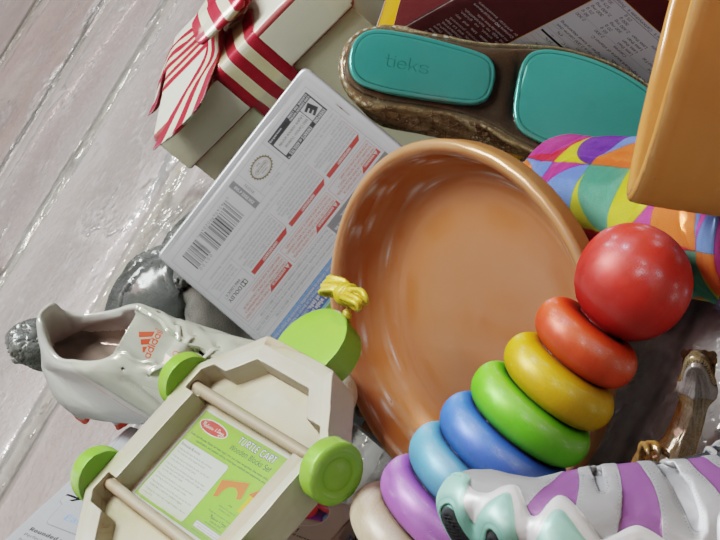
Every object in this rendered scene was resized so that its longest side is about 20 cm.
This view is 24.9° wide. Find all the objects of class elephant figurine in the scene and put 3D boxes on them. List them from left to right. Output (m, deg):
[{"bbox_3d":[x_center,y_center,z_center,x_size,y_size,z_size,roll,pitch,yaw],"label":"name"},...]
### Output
[{"bbox_3d":[-0.092,0.024,1.036,0.141,0.200,0.156,-22,40,47],"label":"elephant figurine"}]

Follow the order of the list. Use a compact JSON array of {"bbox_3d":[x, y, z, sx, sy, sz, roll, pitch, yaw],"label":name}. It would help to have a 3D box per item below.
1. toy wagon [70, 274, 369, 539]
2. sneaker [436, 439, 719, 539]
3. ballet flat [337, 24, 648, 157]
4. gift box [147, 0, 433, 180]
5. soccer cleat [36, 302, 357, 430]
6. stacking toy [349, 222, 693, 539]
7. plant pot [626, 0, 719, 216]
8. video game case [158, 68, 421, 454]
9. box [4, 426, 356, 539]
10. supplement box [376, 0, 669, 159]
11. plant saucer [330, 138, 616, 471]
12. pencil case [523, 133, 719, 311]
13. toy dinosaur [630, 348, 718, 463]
[{"bbox_3d":[-0.059,0.089,0.832,0.200,0.040,0.155,-48,37,-15],"label":"toy wagon"},{"bbox_3d":[0.143,0.091,0.680,0.199,0.078,0.140,21,61,18],"label":"sneaker"},{"bbox_3d":[0.085,-0.099,0.960,0.065,0.199,0.071,87,-160,-76],"label":"ballet flat"},{"bbox_3d":[-0.043,-0.125,1.120,0.200,0.187,0.185,-43,23,17],"label":"gift box"},{"bbox_3d":[-0.099,0.059,0.931,0.199,0.078,0.069,4,44,24],"label":"soccer cleat"},{"bbox_3d":[0.084,0.064,0.764,0.200,0.085,0.085,-53,28,12],"label":"stacking toy"},{"bbox_3d":[0.202,-0.108,0.671,0.200,0.139,0.201,15,-90,-85],"label":"plant pot"},{"bbox_3d":[0.000,0.000,0.950,0.143,0.200,0.018,-51,-7,7],"label":"video game case"},{"bbox_3d":[-0.111,0.168,0.876,0.200,0.155,0.041,-46,-32,-55],"label":"box"},{"bbox_3d":[0.138,-0.209,1.004,0.200,0.133,0.198,-23,42,45],"label":"supplement box"},{"bbox_3d":[0.062,0.028,0.867,0.200,0.037,0.201,16,112,44],"label":"plant saucer"},{"bbox_3d":[0.156,-0.023,0.830,0.089,0.088,0.200,-58,27,-6],"label":"pencil case"},{"bbox_3d":[0.122,0.127,0.770,0.200,0.060,0.106,-55,14,28],"label":"toy dinosaur"}]
